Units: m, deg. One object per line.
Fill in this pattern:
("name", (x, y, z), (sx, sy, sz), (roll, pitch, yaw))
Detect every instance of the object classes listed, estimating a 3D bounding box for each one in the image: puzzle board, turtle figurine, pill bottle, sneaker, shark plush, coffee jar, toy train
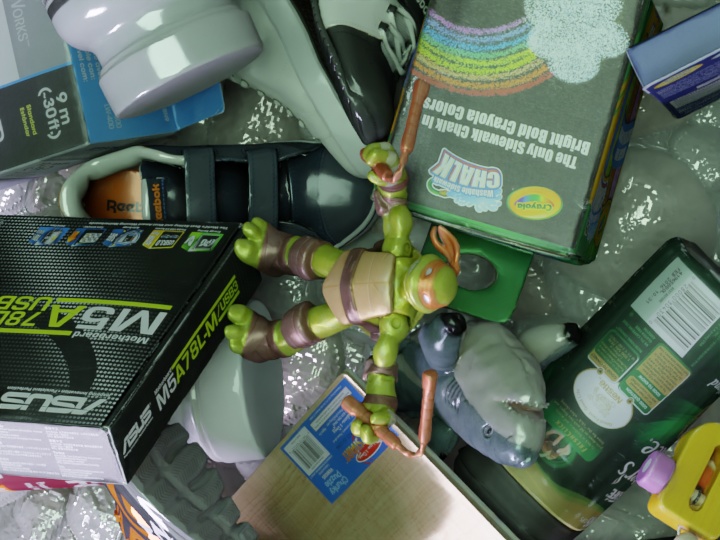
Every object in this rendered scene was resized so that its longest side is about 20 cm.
("puzzle board", (0.000, 0.162, 1.286), (0.151, 0.017, 0.200), (46, 133, 6))
("turtle figurine", (0.000, 0.000, 1.201), (0.161, 0.064, 0.201), (-2, 89, 44))
("pill bottle", (-0.139, -0.197, 1.247), (0.116, 0.116, 0.201), (-26, 87, 12))
("pill bottle", (-0.154, 0.073, 1.328), (0.199, 0.114, 0.115), (-5, 89, 14))
("sneaker", (-0.119, 0.169, 1.250), (0.112, 0.078, 0.200), (-40, 86, 28))
("shark plush", (0.039, 0.073, 1.249), (0.200, 0.091, 0.084), (-7, 79, 49))
("coffee jar", (0.144, 0.077, 1.263), (0.085, 0.104, 0.200), (46, 100, 9))
("sneaker", (-0.051, -0.127, 1.335), (0.085, 0.073, 0.200), (-38, 77, 25))
("toy train", (0.232, 0.148, 1.238), (0.200, 0.056, 0.151), (-32, 86, -20))
("sneaker", (-0.088, -0.039, 1.332), (0.199, 0.079, 0.079), (-5, 88, 12))
("sneaker", (0.015, -0.162, 1.274), (0.088, 0.074, 0.201), (-12, 53, 6))

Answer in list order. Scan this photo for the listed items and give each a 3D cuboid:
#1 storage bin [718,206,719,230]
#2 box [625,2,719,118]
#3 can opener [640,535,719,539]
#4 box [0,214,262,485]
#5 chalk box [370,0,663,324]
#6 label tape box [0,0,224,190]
("storage bin", (0.313, -0.045, 1.170), (0.199, 0.134, 0.146), (-22, 84, -16))
("box", (0.212, -0.129, 1.197), (0.121, 0.200, 0.033), (-26, 85, 11))
("can opener", (0.159, 0.187, 1.282), (0.199, 0.066, 0.053), (-8, 89, 8))
("box", (-0.182, 0.039, 1.242), (0.199, 0.193, 0.048), (3, 124, 24))
("chalk box", (0.087, -0.072, 1.264), (0.124, 0.124, 0.201), (18, 92, 11))
("label tape box", (-0.191, -0.138, 1.337), (0.199, 0.066, 0.144), (-15, 85, 31))
